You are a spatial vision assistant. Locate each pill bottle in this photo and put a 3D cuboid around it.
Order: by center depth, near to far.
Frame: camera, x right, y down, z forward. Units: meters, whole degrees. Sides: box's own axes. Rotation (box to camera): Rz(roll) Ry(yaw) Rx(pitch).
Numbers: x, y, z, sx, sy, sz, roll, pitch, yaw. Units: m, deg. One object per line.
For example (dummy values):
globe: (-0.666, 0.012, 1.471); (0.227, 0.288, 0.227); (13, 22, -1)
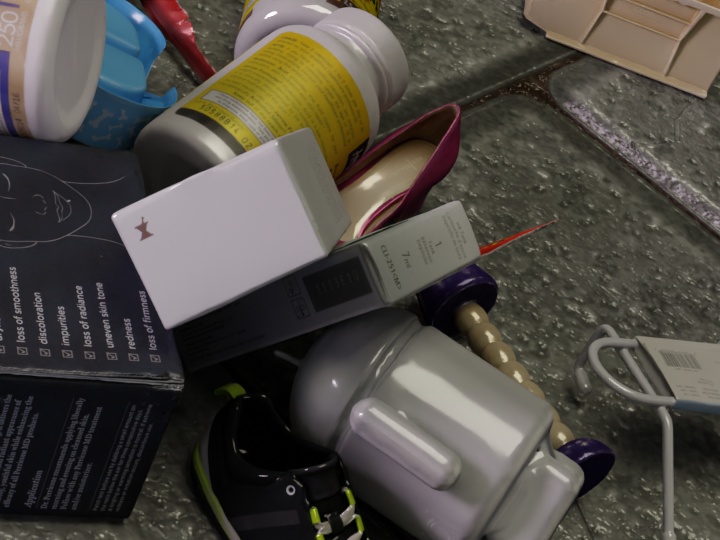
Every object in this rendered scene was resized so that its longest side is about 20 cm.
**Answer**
pill bottle: (-0.267, -0.150, 1.016); (0.198, 0.116, 0.116); (11, 38, 6)
pill bottle: (-0.056, -0.104, 1.163); (0.111, 0.112, 0.200); (37, 54, 15)
pill bottle: (-0.038, -0.217, 1.335); (0.109, 0.110, 0.201); (18, 39, -9)

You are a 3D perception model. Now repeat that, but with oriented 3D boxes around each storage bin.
storage bin: (0.267, -0.286, 1.593); (0.197, 0.094, 0.201); (20, 39, -7)

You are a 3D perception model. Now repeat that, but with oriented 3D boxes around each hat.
hat: (-0.215, -0.225, 1.324); (0.165, 0.178, 0.200); (-4, 9, -29)

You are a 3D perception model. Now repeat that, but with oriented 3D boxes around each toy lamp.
toy lamp: (0.098, 0.063, 1.120); (0.058, 0.058, 0.200); (-10, 51, -36)

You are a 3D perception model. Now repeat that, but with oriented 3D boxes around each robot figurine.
robot figurine: (0.039, 0.098, 1.013); (0.199, 0.113, 0.170); (33, 2, 11)

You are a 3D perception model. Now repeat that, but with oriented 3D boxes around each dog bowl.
dog bowl: (-0.196, -0.151, 1.186); (0.111, 0.050, 0.200); (24, 22, -25)

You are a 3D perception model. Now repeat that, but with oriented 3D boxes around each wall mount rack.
wall mount rack: (0.236, 0.115, 1.132); (0.199, 0.075, 0.174); (7, 38, -29)

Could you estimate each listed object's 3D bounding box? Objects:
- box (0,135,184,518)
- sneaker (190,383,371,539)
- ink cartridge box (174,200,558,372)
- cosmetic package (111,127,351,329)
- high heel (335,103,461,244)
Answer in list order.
box: (-0.222, 0.026, 0.945); (0.195, 0.124, 0.201); (7, 41, -24)
sneaker: (-0.031, 0.148, 0.943); (0.071, 0.083, 0.200); (-21, 57, -42)
ink cartridge box: (0.000, 0.000, 1.046); (0.173, 0.199, 0.044); (-26, 94, -44)
cosmetic package: (-0.068, -0.030, 0.967); (0.200, 0.101, 0.072); (-58, 124, -82)
high heel: (0.003, -0.057, 1.185); (0.067, 0.096, 0.199); (43, 42, 22)
